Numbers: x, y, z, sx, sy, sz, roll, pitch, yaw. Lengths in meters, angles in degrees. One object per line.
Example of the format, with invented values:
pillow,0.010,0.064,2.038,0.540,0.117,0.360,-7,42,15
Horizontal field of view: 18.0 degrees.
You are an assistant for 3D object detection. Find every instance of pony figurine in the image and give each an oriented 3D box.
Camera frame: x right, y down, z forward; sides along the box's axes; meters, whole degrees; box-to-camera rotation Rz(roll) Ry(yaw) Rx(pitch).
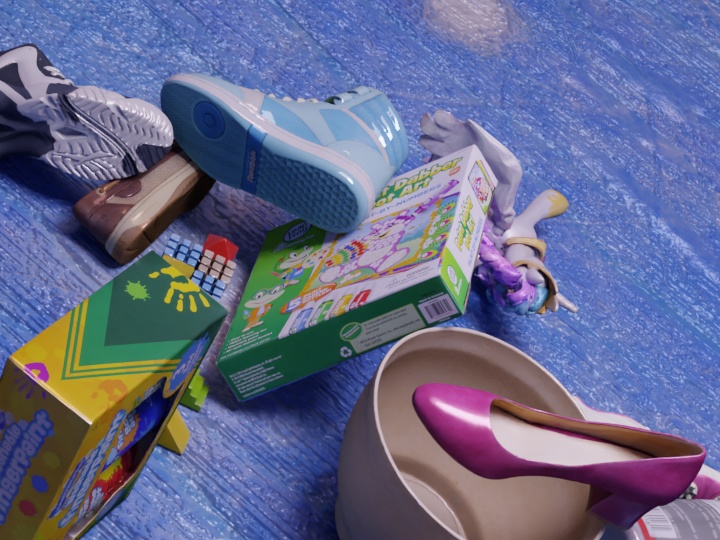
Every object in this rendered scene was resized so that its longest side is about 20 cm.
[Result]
pony figurine,0.099,-0.044,1.931,0.193,0.167,0.200,31,21,-11

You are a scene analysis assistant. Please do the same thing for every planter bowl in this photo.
planter bowl,0.064,0.161,1.651,0.200,0.135,0.200,21,44,-21

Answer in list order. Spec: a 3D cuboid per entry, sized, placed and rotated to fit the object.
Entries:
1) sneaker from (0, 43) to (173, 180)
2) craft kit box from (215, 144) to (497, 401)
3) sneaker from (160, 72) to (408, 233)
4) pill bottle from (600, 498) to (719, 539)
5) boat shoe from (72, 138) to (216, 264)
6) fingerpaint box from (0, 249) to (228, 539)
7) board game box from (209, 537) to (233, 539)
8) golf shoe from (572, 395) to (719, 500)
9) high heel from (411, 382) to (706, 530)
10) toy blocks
sneaker,-0.242,-0.136,1.823,0.199,0.080,0.130,-2,33,8
craft kit box,0.000,0.000,1.754,0.049,0.200,0.198,59,24,-20
sneaker,-0.052,-0.116,1.820,0.200,0.080,0.131,32,45,13
pill bottle,0.256,0.230,1.724,0.200,0.114,0.114,5,43,-29
boat shoe,-0.165,-0.081,1.847,0.072,0.072,0.200,35,43,6
fingerpaint box,-0.189,0.108,1.501,0.073,0.200,0.167,37,37,9
board game box,-0.088,0.210,1.479,0.134,0.034,0.200,-5,4,-36
golf shoe,0.236,0.159,1.830,0.200,0.075,0.092,24,34,-9
high heel,0.138,0.112,1.574,0.200,0.096,0.067,31,41,-12
toy blocks,-0.140,0.038,1.667,0.100,0.137,0.200,25,37,-5
